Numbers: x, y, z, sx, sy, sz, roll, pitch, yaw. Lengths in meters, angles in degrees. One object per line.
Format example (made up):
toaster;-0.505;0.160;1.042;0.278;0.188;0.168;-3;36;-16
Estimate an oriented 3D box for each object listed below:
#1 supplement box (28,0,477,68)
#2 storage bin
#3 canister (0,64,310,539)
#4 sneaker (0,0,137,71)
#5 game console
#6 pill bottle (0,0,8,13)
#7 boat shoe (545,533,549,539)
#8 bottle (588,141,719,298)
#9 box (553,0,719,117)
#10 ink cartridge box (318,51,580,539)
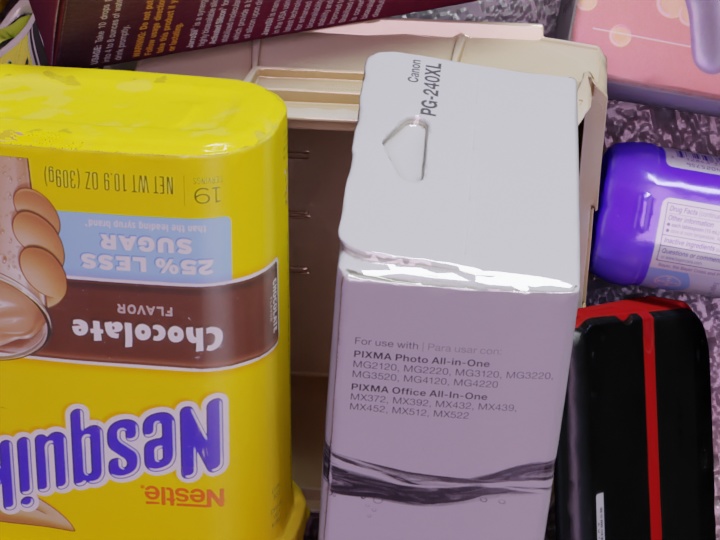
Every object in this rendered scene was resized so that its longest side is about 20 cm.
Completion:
supplement box;-0.040;-0.161;0.849;0.200;0.086;0.110;-12;69;-19
storage bin;0.000;0.000;0.904;0.198;0.094;0.200;3;124;4
canister;-0.097;0.028;0.814;0.148;0.087;0.200;4;116;9
sneaker;-0.132;-0.076;0.945;0.076;0.075;0.200;5;108;-12
game console;0.116;0.113;0.915;0.031;0.177;0.200;-2;91;27
pill bottle;-0.201;-0.150;0.947;0.104;0.104;0.200;32;92;0
boat shoe;0.078;0.190;0.944;0.060;0.072;0.202;-13;119;-14
bottle;0.203;-0.012;0.954;0.200;0.084;0.065;10;91;0
box;0.177;-0.168;0.939;0.152;0.106;0.200;10;91;1
ink cartridge box;0.031;0.041;0.785;0.083;0.145;0.200;6;125;1
